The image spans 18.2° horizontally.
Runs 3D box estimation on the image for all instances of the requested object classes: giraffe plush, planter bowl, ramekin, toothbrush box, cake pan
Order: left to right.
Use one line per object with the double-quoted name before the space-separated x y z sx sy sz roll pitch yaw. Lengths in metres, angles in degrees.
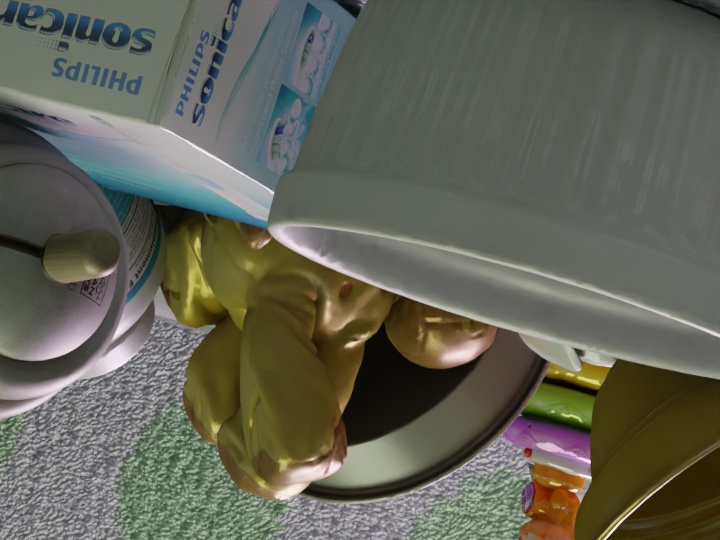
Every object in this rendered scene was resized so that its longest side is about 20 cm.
"toothbrush box" -0.081 -0.081 0.905 0.146 0.086 0.200 15 174 28
"giraffe plush" 0.000 0.000 1.106 0.162 0.201 0.173 -12 -156 -20
"cake pan" 0.010 0.027 1.194 0.200 0.201 0.037 12 154 38
"ramekin" 0.075 -0.036 0.816 0.200 0.105 0.200 17 174 2
"planter bowl" 0.163 0.065 0.977 0.200 0.200 0.084 26 -148 -58

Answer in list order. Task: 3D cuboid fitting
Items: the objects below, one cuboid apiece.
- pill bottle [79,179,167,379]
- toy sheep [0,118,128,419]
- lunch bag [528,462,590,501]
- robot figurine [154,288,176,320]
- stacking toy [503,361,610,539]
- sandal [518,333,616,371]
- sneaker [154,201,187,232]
"pill bottle" -0.158 -0.032 1.072 0.111 0.111 0.200 14 148 23
"toy sheep" -0.159 -0.001 0.874 0.138 0.138 0.200 21 168 -37
"lunch bag" 0.223 0.096 1.522 0.167 0.140 0.200 -6 164 29
"robot figurine" -0.132 -0.036 1.320 0.199 0.113 0.170 13 -153 17
"stacking toy" 0.119 0.073 1.225 0.110 0.201 0.116 18 174 -21
"sandal" 0.107 0.027 1.050 0.207 0.059 0.079 55 -172 -24
"sneaker" -0.100 -0.055 1.161 0.200 0.090 0.067 22 174 -37
